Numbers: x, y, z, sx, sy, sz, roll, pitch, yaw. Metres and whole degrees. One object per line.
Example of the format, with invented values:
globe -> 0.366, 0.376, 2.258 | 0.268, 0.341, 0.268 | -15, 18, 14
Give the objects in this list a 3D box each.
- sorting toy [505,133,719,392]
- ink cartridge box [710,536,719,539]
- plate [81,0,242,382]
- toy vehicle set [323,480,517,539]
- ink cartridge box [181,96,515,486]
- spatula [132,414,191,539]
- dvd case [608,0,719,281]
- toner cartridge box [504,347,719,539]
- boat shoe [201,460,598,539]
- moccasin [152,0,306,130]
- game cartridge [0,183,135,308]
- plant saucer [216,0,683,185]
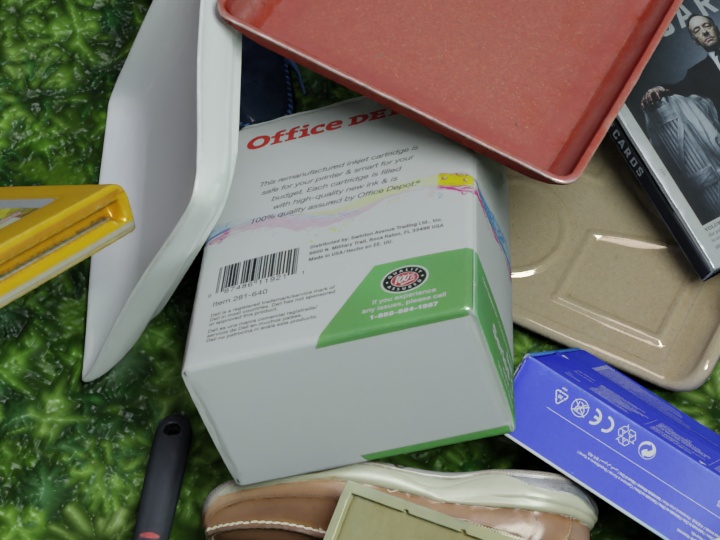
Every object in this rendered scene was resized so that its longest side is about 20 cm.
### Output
sorting toy -> 0.135, -0.035, 1.046 | 0.200, 0.037, 0.185 | 21, 62, 20
ink cartridge box -> 0.139, 0.210, 0.810 | 0.200, 0.087, 0.146 | -25, 55, 24
plate -> -0.102, -0.067, 0.985 | 0.032, 0.200, 0.200 | 12, 55, -18
toy vehicle set -> 0.011, 0.205, 0.832 | 0.124, 0.026, 0.200 | 15, 81, 41
ink cartridge box -> 0.000, 0.000, 0.942 | 0.145, 0.084, 0.200 | -13, 37, 13
spatula -> -0.109, 0.160, 0.939 | 0.056, 0.021, 0.200 | 4, 58, 6
dvd case -> 0.195, -0.111, 1.017 | 0.150, 0.025, 0.200 | -27, 79, -19
toner cartridge box -> 0.168, 0.108, 0.916 | 0.200, 0.095, 0.043 | 33, 101, 20
boat shoe -> 0.016, 0.137, 0.920 | 0.200, 0.076, 0.072 | 0, 69, 11
moccasin -> -0.090, -0.158, 1.096 | 0.080, 0.068, 0.200 | -13, 59, -25
game cartridge -> -0.243, 0.000, 0.950 | 0.200, 0.033, 0.176 | 3, 27, 42
plant saucer -> 0.057, -0.144, 0.959 | 0.200, 0.037, 0.200 | 27, 57, 9
